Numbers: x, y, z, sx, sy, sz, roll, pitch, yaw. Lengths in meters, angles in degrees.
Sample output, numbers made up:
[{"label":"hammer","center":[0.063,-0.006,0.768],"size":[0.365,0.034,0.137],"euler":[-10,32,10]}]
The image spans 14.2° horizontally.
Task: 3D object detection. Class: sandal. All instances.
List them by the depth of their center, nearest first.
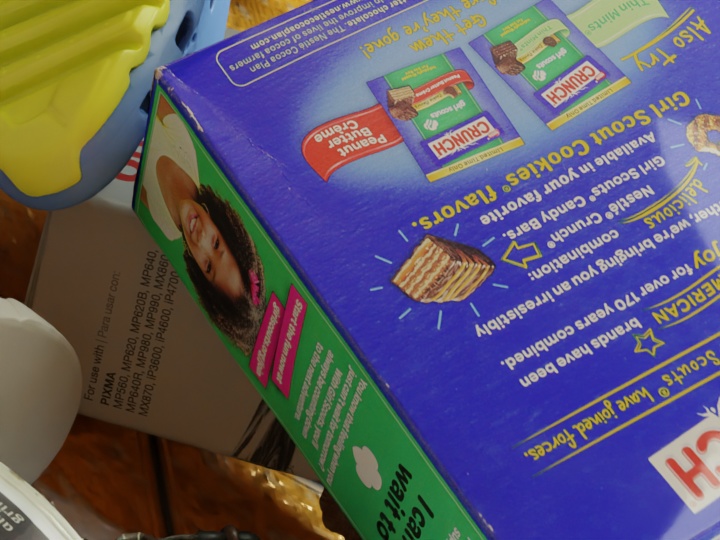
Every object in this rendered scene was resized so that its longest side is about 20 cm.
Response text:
[{"label":"sandal","center":[-0.069,-0.088,0.911],"size":[0.200,0.079,0.087],"euler":[-74,147,-43]}]

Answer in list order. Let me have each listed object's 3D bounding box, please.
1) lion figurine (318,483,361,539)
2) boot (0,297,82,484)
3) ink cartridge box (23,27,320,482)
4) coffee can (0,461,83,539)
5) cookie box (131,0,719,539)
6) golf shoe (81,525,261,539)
[{"label":"lion figurine","center":[0.030,0.127,0.913],"size":[0.122,0.072,0.200],"euler":[37,25,-10]},{"label":"boot","center":[-0.158,0.015,0.792],"size":[0.090,0.073,0.200],"euler":[34,5,26]},{"label":"ink cartridge box","center":[0.000,0.000,0.951],"size":[0.199,0.084,0.144],"euler":[15,30,1]},{"label":"coffee can","center":[-0.137,0.122,0.535],"size":[0.146,0.146,0.200],"euler":[45,22,1]},{"label":"cookie box","center":[0.058,0.003,0.833],"size":[0.171,0.075,0.200],"euler":[-26,64,-23]},{"label":"golf shoe","center":[-0.065,0.095,0.778],"size":[0.200,0.095,0.078],"euler":[28,28,-31]}]
